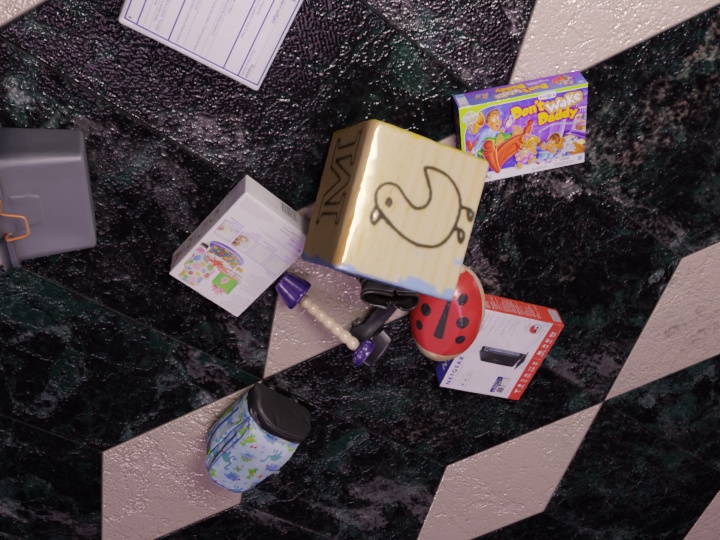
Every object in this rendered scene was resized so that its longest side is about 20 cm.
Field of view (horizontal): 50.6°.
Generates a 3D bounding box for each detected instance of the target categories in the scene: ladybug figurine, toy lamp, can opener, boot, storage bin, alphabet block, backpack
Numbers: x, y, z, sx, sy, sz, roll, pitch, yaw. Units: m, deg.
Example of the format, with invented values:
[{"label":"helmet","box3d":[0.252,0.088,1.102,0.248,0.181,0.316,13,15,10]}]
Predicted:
[{"label":"ladybug figurine","box3d":[0.149,0.079,1.340,0.133,0.072,0.204,16,120,12]},{"label":"toy lamp","box3d":[-0.063,0.079,1.308,0.199,0.058,0.058,41,114,-10]},{"label":"can opener","box3d":[0.045,0.074,1.355,0.078,0.063,0.202,34,109,0]},{"label":"boot","box3d":[0.000,0.000,1.242,0.196,0.132,0.069,9,126,-15]},{"label":"storage bin","box3d":[-0.457,-0.107,1.094,0.131,0.147,0.203,-7,129,-16]},{"label":"alphabet block","box3d":[0.043,-0.084,1.101,0.192,0.196,0.204,15,89,-21]},{"label":"backpack","box3d":[-0.214,0.329,1.464,0.198,0.156,0.163,-27,134,28]}]

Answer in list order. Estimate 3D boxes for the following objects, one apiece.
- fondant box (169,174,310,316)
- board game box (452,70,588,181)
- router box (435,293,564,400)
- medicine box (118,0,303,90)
[{"label":"fondant box","box3d":[-0.192,-0.036,1.232,0.143,0.059,0.200,35,114,-30]},{"label":"board game box","box3d":[0.245,-0.217,1.172,0.195,0.045,0.136,-11,128,0]},{"label":"router box","box3d":[0.261,0.148,1.447,0.176,0.049,0.203,11,124,-17]},{"label":"medicine box","box3d":[-0.176,-0.365,0.957,0.197,0.104,0.183,22,121,-24]}]
